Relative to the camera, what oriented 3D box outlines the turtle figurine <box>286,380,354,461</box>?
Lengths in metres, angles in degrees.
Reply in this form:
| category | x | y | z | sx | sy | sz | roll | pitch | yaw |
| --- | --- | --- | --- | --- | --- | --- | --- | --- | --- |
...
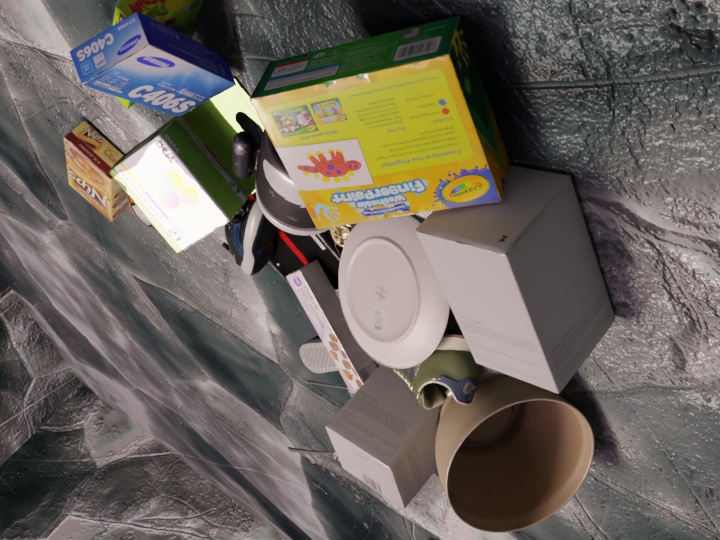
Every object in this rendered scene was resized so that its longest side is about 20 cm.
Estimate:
| category | x | y | z | sx | sy | sz | roll | pitch | yaw |
| --- | --- | --- | --- | --- | --- | --- | --- | --- | --- |
| turtle figurine | -0.003 | 0.266 | 1.598 | 0.194 | 0.200 | 0.144 | 54 | -172 | -31 |

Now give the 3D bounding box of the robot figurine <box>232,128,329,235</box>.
| category | x | y | z | sx | sy | sz | roll | pitch | yaw |
| --- | --- | --- | --- | --- | --- | --- | --- | --- | --- |
| robot figurine | -0.058 | -0.123 | 1.077 | 0.150 | 0.125 | 0.200 | 45 | 156 | 9 |

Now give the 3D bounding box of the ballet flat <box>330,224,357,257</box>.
| category | x | y | z | sx | sy | sz | roll | pitch | yaw |
| --- | --- | --- | --- | --- | --- | --- | --- | --- | --- |
| ballet flat | 0.000 | 0.000 | 1.273 | 0.067 | 0.046 | 0.200 | 23 | 149 | 37 |

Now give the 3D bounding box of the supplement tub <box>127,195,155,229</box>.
| category | x | y | z | sx | sy | sz | roll | pitch | yaw |
| --- | --- | --- | --- | --- | --- | --- | --- | --- | --- |
| supplement tub | -0.277 | -0.124 | 1.409 | 0.123 | 0.123 | 0.200 | 52 | 155 | -18 |

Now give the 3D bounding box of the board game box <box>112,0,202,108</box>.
| category | x | y | z | sx | sy | sz | roll | pitch | yaw |
| --- | --- | --- | --- | --- | --- | --- | --- | --- | --- |
| board game box | -0.256 | -0.284 | 1.143 | 0.048 | 0.102 | 0.200 | 46 | 156 | -2 |

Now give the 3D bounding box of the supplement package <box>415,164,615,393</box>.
| category | x | y | z | sx | sy | sz | roll | pitch | yaw |
| --- | --- | --- | --- | --- | --- | --- | --- | --- | --- |
| supplement package | 0.162 | 0.006 | 0.948 | 0.117 | 0.117 | 0.200 | 19 | 146 | 44 |

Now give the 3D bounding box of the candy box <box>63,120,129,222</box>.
| category | x | y | z | sx | sy | sz | roll | pitch | yaw |
| --- | --- | --- | --- | --- | --- | --- | --- | --- | --- |
| candy box | -0.484 | -0.179 | 1.719 | 0.115 | 0.055 | 0.200 | 42 | 156 | 3 |

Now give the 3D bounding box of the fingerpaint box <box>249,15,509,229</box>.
| category | x | y | z | sx | sy | sz | roll | pitch | yaw |
| --- | --- | --- | --- | --- | --- | --- | --- | --- | --- |
| fingerpaint box | 0.023 | -0.135 | 0.894 | 0.200 | 0.073 | 0.167 | -8 | 130 | 25 |

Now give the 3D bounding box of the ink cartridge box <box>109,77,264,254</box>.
| category | x | y | z | sx | sy | sz | roll | pitch | yaw |
| --- | --- | --- | --- | --- | --- | --- | --- | --- | --- |
| ink cartridge box | -0.204 | -0.136 | 1.220 | 0.200 | 0.076 | 0.148 | -29 | 109 | 30 |

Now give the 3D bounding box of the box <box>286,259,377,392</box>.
| category | x | y | z | sx | sy | sz | roll | pitch | yaw |
| --- | --- | --- | --- | --- | --- | --- | --- | --- | --- |
| box | -0.038 | 0.082 | 1.357 | 0.039 | 0.041 | 0.200 | -23 | 98 | 50 |

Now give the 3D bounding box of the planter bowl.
| category | x | y | z | sx | sy | sz | roll | pitch | yaw |
| --- | --- | --- | --- | --- | --- | --- | --- | --- | --- |
| planter bowl | 0.180 | 0.215 | 1.202 | 0.200 | 0.200 | 0.135 | 59 | 178 | -31 |

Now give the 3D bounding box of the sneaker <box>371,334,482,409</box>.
| category | x | y | z | sx | sy | sz | roll | pitch | yaw |
| --- | --- | --- | --- | --- | --- | --- | --- | --- | --- |
| sneaker | 0.078 | 0.132 | 1.190 | 0.067 | 0.090 | 0.200 | 12 | 167 | -35 |

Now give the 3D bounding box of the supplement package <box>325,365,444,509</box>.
| category | x | y | z | sx | sy | sz | roll | pitch | yaw |
| --- | --- | --- | --- | --- | --- | --- | --- | --- | --- |
| supplement package | 0.069 | 0.207 | 1.312 | 0.121 | 0.200 | 0.120 | 27 | 151 | 34 |

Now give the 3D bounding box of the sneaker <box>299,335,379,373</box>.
| category | x | y | z | sx | sy | sz | roll | pitch | yaw |
| --- | --- | --- | --- | --- | --- | --- | --- | --- | --- |
| sneaker | -0.004 | 0.117 | 1.435 | 0.200 | 0.079 | 0.079 | 0 | 113 | 47 |

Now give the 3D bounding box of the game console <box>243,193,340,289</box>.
| category | x | y | z | sx | sy | sz | roll | pitch | yaw |
| --- | --- | --- | --- | --- | --- | --- | --- | --- | --- |
| game console | -0.098 | -0.047 | 1.379 | 0.200 | 0.031 | 0.177 | 50 | 149 | -15 |

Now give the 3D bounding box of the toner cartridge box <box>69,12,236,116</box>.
| category | x | y | z | sx | sy | sz | roll | pitch | yaw |
| --- | --- | --- | --- | --- | --- | --- | --- | --- | --- |
| toner cartridge box | -0.234 | -0.233 | 1.077 | 0.043 | 0.095 | 0.200 | 68 | -162 | 9 |

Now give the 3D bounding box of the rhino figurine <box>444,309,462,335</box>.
| category | x | y | z | sx | sy | sz | roll | pitch | yaw |
| --- | --- | --- | --- | --- | --- | --- | --- | --- | --- |
| rhino figurine | 0.078 | 0.062 | 1.231 | 0.087 | 0.060 | 0.200 | 31 | 159 | -17 |

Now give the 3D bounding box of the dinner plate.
| category | x | y | z | sx | sy | sz | roll | pitch | yaw |
| --- | --- | --- | --- | --- | --- | --- | --- | --- | --- |
| dinner plate | 0.032 | 0.024 | 1.157 | 0.200 | 0.024 | 0.200 | 12 | 105 | 48 |

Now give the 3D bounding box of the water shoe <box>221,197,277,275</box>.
| category | x | y | z | sx | sy | sz | roll | pitch | yaw |
| --- | --- | --- | --- | --- | --- | --- | --- | --- | --- |
| water shoe | -0.166 | -0.061 | 1.338 | 0.079 | 0.072 | 0.200 | 39 | 150 | 9 |
